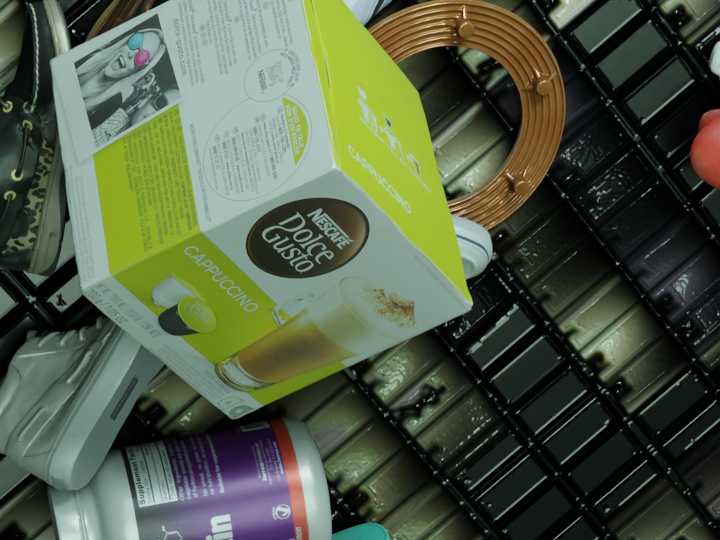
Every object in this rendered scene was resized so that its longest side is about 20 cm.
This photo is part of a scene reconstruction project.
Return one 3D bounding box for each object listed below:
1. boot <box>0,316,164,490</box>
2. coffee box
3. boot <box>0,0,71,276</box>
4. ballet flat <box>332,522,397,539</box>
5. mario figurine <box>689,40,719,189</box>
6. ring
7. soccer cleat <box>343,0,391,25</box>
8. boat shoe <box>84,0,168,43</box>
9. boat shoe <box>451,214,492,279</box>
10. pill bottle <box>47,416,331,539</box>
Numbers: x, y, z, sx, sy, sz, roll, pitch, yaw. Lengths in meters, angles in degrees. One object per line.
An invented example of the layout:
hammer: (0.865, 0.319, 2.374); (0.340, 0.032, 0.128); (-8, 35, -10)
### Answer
boot: (-0.201, 0.057, 1.699); (0.096, 0.074, 0.200); (25, 70, 17)
coffee box: (-0.067, -0.058, 1.569); (0.198, 0.200, 0.200); (-25, 142, 17)
boot: (-0.281, -0.094, 1.639); (0.150, 0.073, 0.200); (2, 110, -14)
ballet flat: (-0.062, 0.255, 1.793); (0.200, 0.071, 0.065); (-14, 123, -6)
mario figurine: (0.333, -0.130, 1.788); (0.200, 0.106, 0.124); (-30, 73, -14)
ring: (0.061, -0.105, 1.723); (0.200, 0.019, 0.201); (-8, 120, -14)
soccer cleat: (-0.014, -0.195, 1.686); (0.200, 0.067, 0.076); (-38, 149, -10)
boat shoe: (-0.142, -0.171, 1.644); (0.070, 0.070, 0.200); (16, 104, -38)
boat shoe: (0.000, 0.000, 1.723); (0.200, 0.067, 0.074); (1, 141, -5)
pill bottle: (-0.127, 0.179, 1.729); (0.200, 0.112, 0.113); (-10, 108, -11)
